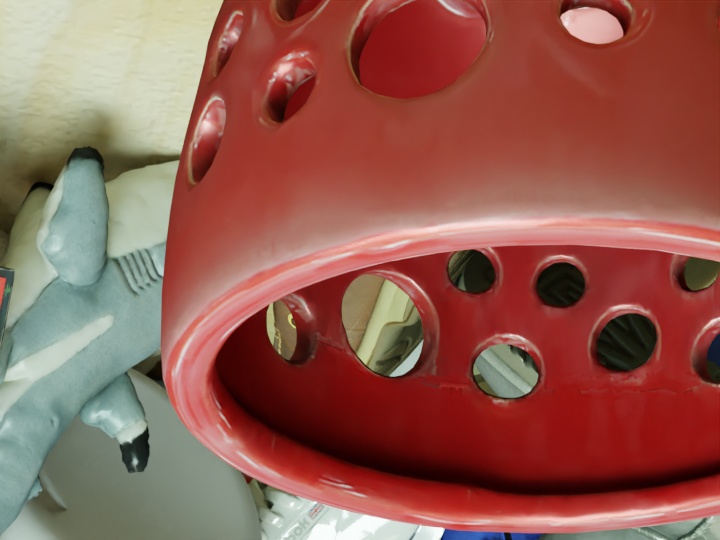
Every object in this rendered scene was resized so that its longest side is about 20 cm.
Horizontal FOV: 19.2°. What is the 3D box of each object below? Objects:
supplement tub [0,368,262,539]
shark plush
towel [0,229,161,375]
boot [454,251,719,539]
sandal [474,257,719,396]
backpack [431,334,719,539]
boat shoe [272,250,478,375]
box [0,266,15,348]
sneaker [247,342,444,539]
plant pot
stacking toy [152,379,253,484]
[{"bbox_3d":[-0.148,0.145,0.883,0.144,0.145,0.200,21,125,-31],"label":"supplement tub"},{"bbox_3d":[-0.104,0.042,0.767,0.083,0.201,0.091,29,152,-14],"label":"shark plush"},{"bbox_3d":[-0.185,0.060,0.907,0.200,0.035,0.132,-39,143,19],"label":"towel"},{"bbox_3d":[0.071,0.107,0.795,0.182,0.073,0.200,38,133,4],"label":"boot"},{"bbox_3d":[0.098,0.005,0.814,0.054,0.081,0.200,-4,158,-39],"label":"sandal"},{"bbox_3d":[0.136,0.104,0.895,0.167,0.163,0.200,23,149,-28],"label":"backpack"},{"bbox_3d":[0.000,0.000,0.818,0.068,0.072,0.200,43,148,7],"label":"boat shoe"},{"bbox_3d":[-0.199,0.053,0.776,0.038,0.137,0.200,12,179,-37],"label":"box"},{"bbox_3d":[-0.017,0.107,0.914,0.080,0.201,0.076,23,-172,-19],"label":"sneaker"},{"bbox_3d":[0.051,-0.043,0.583,0.199,0.183,0.201,3,154,2],"label":"plant pot"},{"bbox_3d":[-0.088,0.160,0.985,0.109,0.201,0.116,19,153,-29],"label":"stacking toy"}]
